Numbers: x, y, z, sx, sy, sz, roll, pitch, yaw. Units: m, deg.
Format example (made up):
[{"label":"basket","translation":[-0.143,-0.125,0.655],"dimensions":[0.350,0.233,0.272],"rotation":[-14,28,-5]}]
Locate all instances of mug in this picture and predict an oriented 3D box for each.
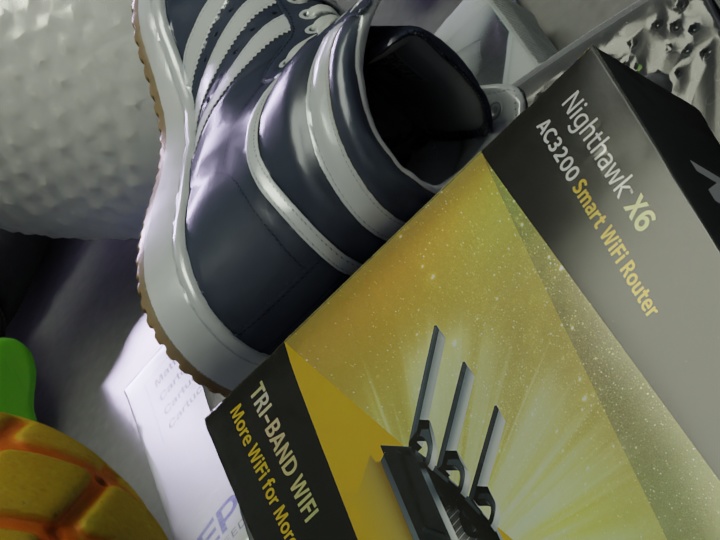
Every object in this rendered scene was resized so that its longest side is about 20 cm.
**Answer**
[{"label":"mug","translation":[-0.114,-0.104,1.080],"dimensions":[0.175,0.201,0.148],"rotation":[13,45,23]}]

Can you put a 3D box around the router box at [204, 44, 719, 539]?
[{"label":"router box","translation":[0.057,0.067,0.721],"dimensions":[0.157,0.052,0.200],"rotation":[-44,48,20]}]

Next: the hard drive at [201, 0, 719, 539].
[{"label":"hard drive","translation":[0.047,0.021,0.822],"dimensions":[0.200,0.042,0.135],"rotation":[-37,52,22]}]

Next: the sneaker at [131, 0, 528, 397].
[{"label":"sneaker","translation":[-0.011,-0.063,0.846],"dimensions":[0.108,0.070,0.200],"rotation":[-39,34,30]}]

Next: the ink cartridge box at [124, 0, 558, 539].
[{"label":"ink cartridge box","translation":[0.000,0.000,0.967],"dimensions":[0.200,0.041,0.200],"rotation":[-49,27,11]}]

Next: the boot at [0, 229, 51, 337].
[{"label":"boot","translation":[-0.144,-0.024,1.208],"dimensions":[0.200,0.073,0.182],"rotation":[-55,26,-15]}]

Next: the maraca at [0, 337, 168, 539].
[{"label":"maraca","translation":[-0.126,0.094,0.922],"dimensions":[0.107,0.137,0.200],"rotation":[-50,61,39]}]
